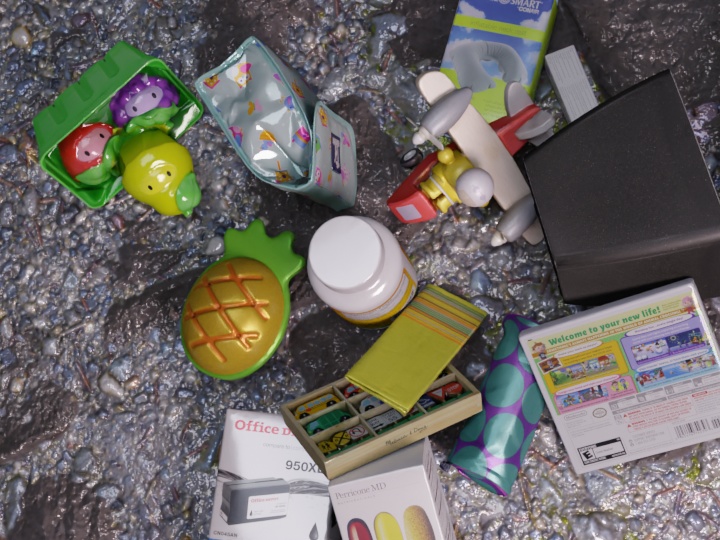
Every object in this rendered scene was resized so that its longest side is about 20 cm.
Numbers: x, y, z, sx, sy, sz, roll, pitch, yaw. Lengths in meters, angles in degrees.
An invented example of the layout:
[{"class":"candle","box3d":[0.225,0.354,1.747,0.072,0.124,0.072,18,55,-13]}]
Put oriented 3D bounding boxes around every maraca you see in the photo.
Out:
[{"class":"maraca","box3d":[-0.144,0.036,1.451,0.137,0.107,0.201,22,83,16]}]

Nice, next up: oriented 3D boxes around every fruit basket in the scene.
[{"class":"fruit basket","box3d":[-0.289,-0.159,1.508,0.214,0.156,0.217,-10,62,19]}]

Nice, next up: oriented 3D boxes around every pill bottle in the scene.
[{"class":"pill bottle","box3d":[0.000,0.000,1.382,0.110,0.200,0.112,-2,78,10]}]

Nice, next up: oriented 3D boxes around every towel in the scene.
[{"class":"towel","box3d":[0.067,0.088,1.384,0.086,0.018,0.200,27,44,19]}]

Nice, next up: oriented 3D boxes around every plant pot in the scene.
[{"class":"plant pot","box3d":[0.283,-0.068,1.299,0.176,0.200,0.201,-16,68,8]}]

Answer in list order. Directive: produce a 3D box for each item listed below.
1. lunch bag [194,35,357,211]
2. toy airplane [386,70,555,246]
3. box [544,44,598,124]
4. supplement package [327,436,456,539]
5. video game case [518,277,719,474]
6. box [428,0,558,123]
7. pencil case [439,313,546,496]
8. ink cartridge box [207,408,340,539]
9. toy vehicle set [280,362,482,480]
[{"class":"lunch bag","box3d":[-0.086,-0.165,1.448,0.122,0.170,0.200,-39,75,9]},{"class":"toy airplane","box3d":[0.143,-0.125,1.389,0.199,0.141,0.200,10,121,-5]},{"class":"box","box3d":[0.278,-0.176,1.449,0.041,0.039,0.201,-21,76,4]},{"class":"supplement package","box3d":[0.045,0.301,1.325,0.113,0.110,0.201,-15,99,8]},{"class":"video game case","box3d":[0.299,0.120,1.306,0.199,0.022,0.183,-19,105,22]},{"class":"box","box3d":[0.170,-0.273,1.486,0.121,0.048,0.201,14,82,14]},{"class":"pencil case","box3d":[0.168,0.154,1.379,0.092,0.085,0.201,12,76,58]},{"class":"ink cartridge box","box3d":[-0.096,0.271,1.405,0.144,0.084,0.201,5,78,10]},{"class":"toy vehicle set","box3d":[0.023,0.156,1.351,0.199,0.027,0.124,-22,33,-19]}]
